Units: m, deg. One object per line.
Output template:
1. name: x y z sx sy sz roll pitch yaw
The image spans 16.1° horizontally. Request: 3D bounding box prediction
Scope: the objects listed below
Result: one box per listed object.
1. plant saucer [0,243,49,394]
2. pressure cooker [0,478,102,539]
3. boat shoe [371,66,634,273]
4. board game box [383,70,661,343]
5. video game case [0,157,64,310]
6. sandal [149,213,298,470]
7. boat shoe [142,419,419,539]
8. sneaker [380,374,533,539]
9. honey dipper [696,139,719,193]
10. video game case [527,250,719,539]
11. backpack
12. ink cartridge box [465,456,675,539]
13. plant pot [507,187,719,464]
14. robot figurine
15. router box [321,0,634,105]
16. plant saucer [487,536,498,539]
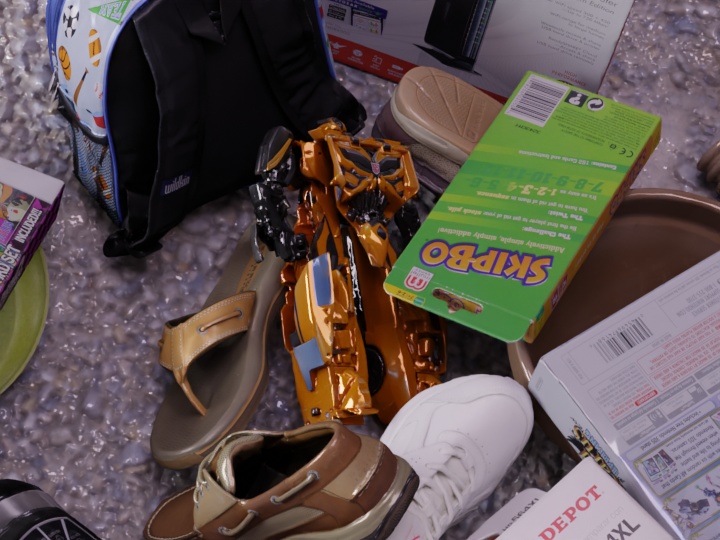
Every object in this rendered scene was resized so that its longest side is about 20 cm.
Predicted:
1. plant saucer: -0.290 0.017 1.560 0.198 0.031 0.201 5 60 -8
2. pressure cooker: -0.173 0.234 1.379 0.200 0.179 0.176 42 83 14
3. boat shoe: 0.096 -0.055 1.647 0.199 0.065 0.072 32 50 -13
4. board game box: 0.100 -0.036 1.557 0.095 0.030 0.200 21 53 21
5. video game case: -0.288 -0.023 1.499 0.180 0.036 0.200 21 35 1
6. sandal: -0.089 0.036 1.550 0.054 0.080 0.201 43 49 -29
7. boat shoe: -0.055 0.122 1.450 0.074 0.199 0.076 47 47 -25
8. sneaker: 0.029 0.142 1.476 0.200 0.099 0.078 -42 108 -4
9. honey dipper: 0.297 -0.006 1.672 0.038 0.038 0.200 -32 75 -24
10. video game case: 0.230 0.084 1.495 0.199 0.046 0.182 -29 68 -22
11. backpack: -0.107 -0.139 1.586 0.199 0.191 0.154 -31 58 -23
12. ink cartridge box: 0.126 0.216 1.428 0.128 0.125 0.200 -39 73 -25
13. plant pot: 0.183 0.057 1.581 0.199 0.093 0.202 4 61 -7
14. robot figurine: 0.000 0.000 1.564 0.144 0.058 0.202 6 71 -46
15. router box: 0.071 -0.179 1.645 0.199 0.180 0.049 20 59 3
16. plant saucer: 0.144 0.233 1.512 0.199 0.032 0.202 4 60 -7
